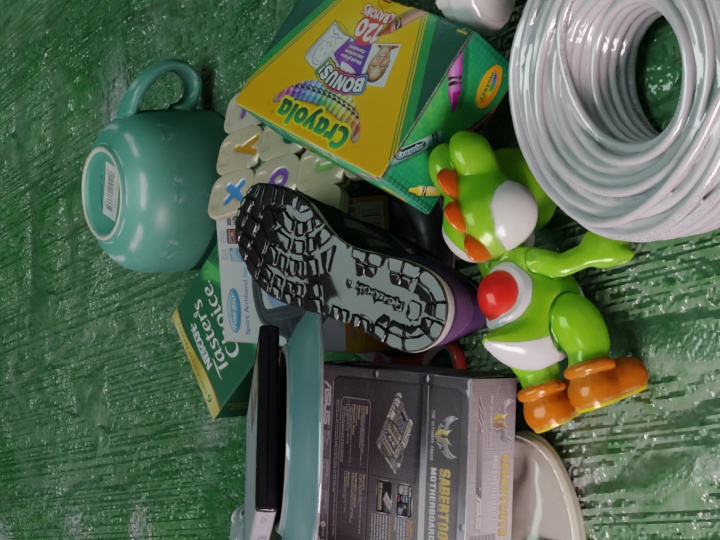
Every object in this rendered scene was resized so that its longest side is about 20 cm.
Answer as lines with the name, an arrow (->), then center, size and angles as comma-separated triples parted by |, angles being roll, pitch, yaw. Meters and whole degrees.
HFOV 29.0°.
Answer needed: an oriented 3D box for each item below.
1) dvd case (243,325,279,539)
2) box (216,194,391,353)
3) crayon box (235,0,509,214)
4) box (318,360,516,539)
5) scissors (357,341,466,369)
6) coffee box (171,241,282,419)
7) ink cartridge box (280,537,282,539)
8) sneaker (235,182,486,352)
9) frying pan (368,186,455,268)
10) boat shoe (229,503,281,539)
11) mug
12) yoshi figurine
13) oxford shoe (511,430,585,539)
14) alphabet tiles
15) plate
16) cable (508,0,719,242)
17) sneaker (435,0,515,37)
dvd case -> -0.079, 0.145, 1.092 | 0.200, 0.018, 0.143 | 106, 165, -64
box -> -0.055, 0.001, 1.122 | 0.200, 0.041, 0.119 | 1, 96, 46
crayon box -> 0.006, -0.132, 1.004 | 0.200, 0.058, 0.119 | 31, 89, 49
box -> 0.032, 0.166, 0.974 | 0.158, 0.048, 0.200 | 0, 88, 46
scissors -> 0.022, 0.082, 1.110 | 0.200, 0.014, 0.073 | 6, 101, 53
coffee box -> -0.100, 0.033, 1.251 | 0.200, 0.044, 0.123 | -52, 54, 44
ink cartridge box -> -0.001, 0.310, 1.110 | 0.200, 0.084, 0.146 | 50, 132, 39
sneaker -> 0.000, 0.000, 0.987 | 0.200, 0.088, 0.076 | 31, 108, 30
frying pan -> 0.043, -0.048, 1.056 | 0.115, 0.031, 0.190 | 53, 137, 35
boat shoe -> -0.092, 0.245, 1.244 | 0.072, 0.070, 0.201 | 44, 131, 39
mug -> -0.197, -0.088, 1.316 | 0.152, 0.114, 0.185 | -46, 58, 47
yoshi figurine -> 0.118, -0.003, 0.920 | 0.112, 0.112, 0.200 | 33, -148, -84
oxford shoe -> 0.114, 0.212, 0.959 | 0.075, 0.058, 0.200 | 2, 95, 57
alphabet tiles -> -0.040, -0.108, 1.090 | 0.195, 0.015, 0.200 | -15, 57, 38
plate -> -0.047, 0.122, 1.010 | 0.200, 0.026, 0.201 | -178, 90, -84
cable -> 0.173, -0.118, 0.825 | 0.200, 0.069, 0.200 | 41, 126, 46
sneaker -> 0.094, -0.255, 0.922 | 0.080, 0.076, 0.200 | 14, 107, 44
